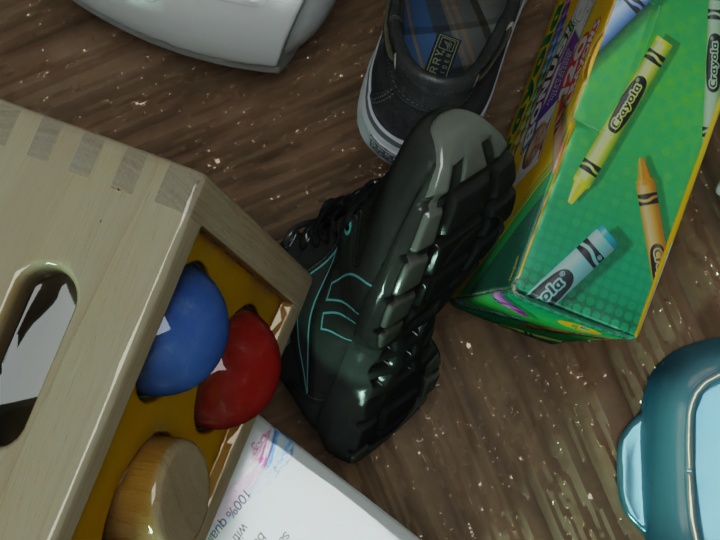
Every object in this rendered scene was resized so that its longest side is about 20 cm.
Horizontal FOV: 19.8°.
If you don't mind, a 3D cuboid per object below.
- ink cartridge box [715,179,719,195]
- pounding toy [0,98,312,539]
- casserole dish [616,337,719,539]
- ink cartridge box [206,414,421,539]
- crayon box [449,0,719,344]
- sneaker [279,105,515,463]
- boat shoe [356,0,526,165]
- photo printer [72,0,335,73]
[{"bbox_3d":[0.268,-0.044,0.849,0.200,0.147,0.083,32,49,4],"label":"ink cartridge box"},{"bbox_3d":[-0.094,0.070,0.756,0.142,0.184,0.201,20,82,16],"label":"pounding toy"},{"bbox_3d":[0.212,0.086,0.895,0.199,0.039,0.122,-1,83,1],"label":"casserole dish"},{"bbox_3d":[-0.075,0.127,0.869,0.200,0.084,0.145,37,85,5],"label":"ink cartridge box"},{"bbox_3d":[0.108,-0.071,0.870,0.058,0.119,0.201,21,84,-8],"label":"crayon box"},{"bbox_3d":[0.000,0.000,0.840,0.079,0.200,0.075,43,51,18],"label":"sneaker"},{"bbox_3d":[0.043,-0.135,0.871,0.070,0.066,0.200,21,56,-1],"label":"boat shoe"},{"bbox_3d":[-0.062,-0.197,0.915,0.166,0.069,0.201,27,85,3],"label":"photo printer"}]
